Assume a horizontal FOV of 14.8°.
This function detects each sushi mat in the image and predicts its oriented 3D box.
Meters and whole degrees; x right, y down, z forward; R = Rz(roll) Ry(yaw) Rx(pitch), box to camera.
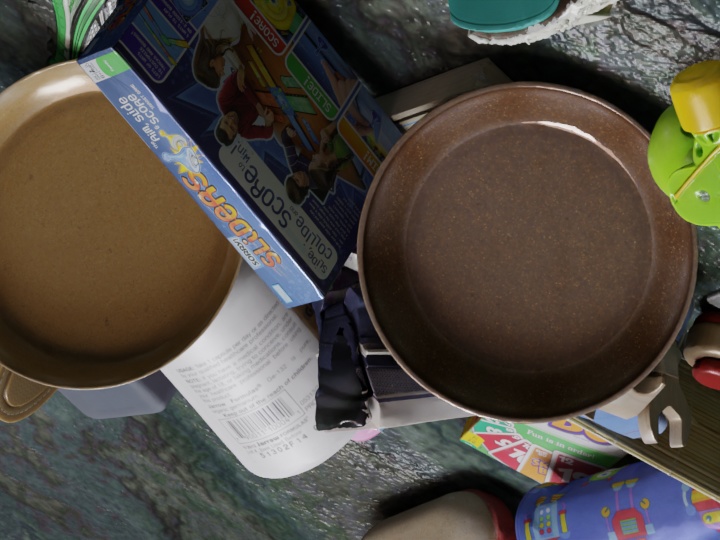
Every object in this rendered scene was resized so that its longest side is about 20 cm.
[{"bbox_3d":[0.209,0.098,1.789,0.199,0.096,0.012,28,135,-5],"label":"sushi mat"}]

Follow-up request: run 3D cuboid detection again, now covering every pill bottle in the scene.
[{"bbox_3d":[-0.083,0.027,1.752,0.114,0.115,0.200,-9,130,44],"label":"pill bottle"}]

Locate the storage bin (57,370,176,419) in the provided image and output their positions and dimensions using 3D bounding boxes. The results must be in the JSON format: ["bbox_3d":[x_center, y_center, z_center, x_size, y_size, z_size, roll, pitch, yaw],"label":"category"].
[{"bbox_3d":[-0.189,0.003,1.894,0.145,0.135,0.200,-8,136,43],"label":"storage bin"}]

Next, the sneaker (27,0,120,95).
[{"bbox_3d":[-0.147,-0.139,1.696,0.085,0.078,0.200,13,147,18],"label":"sneaker"}]

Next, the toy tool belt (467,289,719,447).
[{"bbox_3d":[0.152,0.060,1.713,0.199,0.123,0.125,24,159,-19],"label":"toy tool belt"}]

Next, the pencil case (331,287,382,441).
[{"bbox_3d":[-0.046,0.029,1.874,0.200,0.088,0.087,41,146,-27],"label":"pencil case"}]

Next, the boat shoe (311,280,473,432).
[{"bbox_3d":[0.048,0.047,1.750,0.074,0.093,0.200,-7,179,40],"label":"boat shoe"}]

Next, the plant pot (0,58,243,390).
[{"bbox_3d":[-0.159,-0.027,1.662,0.199,0.201,0.027,15,176,16],"label":"plant pot"}]

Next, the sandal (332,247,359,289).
[{"bbox_3d":[0.004,-0.002,1.776,0.202,0.050,0.082,35,149,-21],"label":"sandal"}]

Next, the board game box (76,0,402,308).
[{"bbox_3d":[-0.063,-0.096,1.618,0.034,0.136,0.200,-16,122,44],"label":"board game box"}]

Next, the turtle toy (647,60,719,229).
[{"bbox_3d":[0.235,-0.063,1.512,0.199,0.101,0.146,-3,117,44],"label":"turtle toy"}]

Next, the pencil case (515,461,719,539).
[{"bbox_3d":[0.203,0.163,1.889,0.200,0.087,0.078,-20,96,37],"label":"pencil case"}]

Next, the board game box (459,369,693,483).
[{"bbox_3d":[0.147,0.096,1.902,0.095,0.030,0.200,28,147,-6],"label":"board game box"}]

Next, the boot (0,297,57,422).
[{"bbox_3d":[-0.248,0.002,1.761,0.154,0.201,0.074,6,147,21],"label":"boot"}]

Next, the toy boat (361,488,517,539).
[{"bbox_3d":[0.082,0.245,2.115,0.130,0.131,0.200,7,161,-31],"label":"toy boat"}]

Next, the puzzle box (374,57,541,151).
[{"bbox_3d":[0.053,-0.060,1.726,0.133,0.025,0.200,41,146,-24],"label":"puzzle box"}]

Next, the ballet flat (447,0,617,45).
[{"bbox_3d":[0.129,-0.160,1.478,0.072,0.072,0.200,40,147,-24],"label":"ballet flat"}]

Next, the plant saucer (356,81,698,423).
[{"bbox_3d":[0.098,-0.012,1.626,0.200,0.201,0.037,24,-170,1],"label":"plant saucer"}]
